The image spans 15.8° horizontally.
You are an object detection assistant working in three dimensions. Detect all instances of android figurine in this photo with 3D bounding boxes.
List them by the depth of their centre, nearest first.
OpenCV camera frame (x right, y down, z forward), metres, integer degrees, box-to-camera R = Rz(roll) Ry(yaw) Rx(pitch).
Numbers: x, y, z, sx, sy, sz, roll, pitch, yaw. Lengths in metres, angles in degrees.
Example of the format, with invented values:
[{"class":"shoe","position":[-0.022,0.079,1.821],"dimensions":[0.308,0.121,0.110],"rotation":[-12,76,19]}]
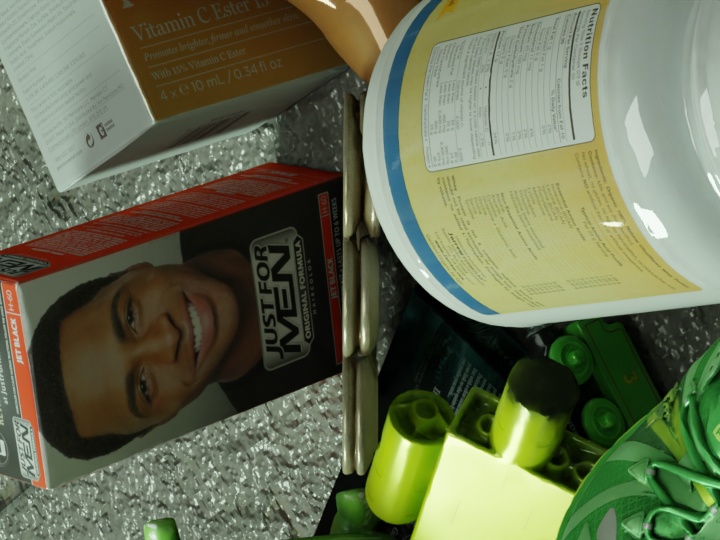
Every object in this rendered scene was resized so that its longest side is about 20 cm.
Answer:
[{"class":"android figurine","position":[0.086,0.122,1.125],"dimensions":[0.181,0.041,0.200],"rotation":[24,140,10]}]

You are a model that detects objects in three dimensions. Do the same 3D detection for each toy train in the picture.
[{"class":"toy train","position":[0.072,-0.008,1.128],"dimensions":[0.042,0.056,0.201],"rotation":[-31,84,52]}]

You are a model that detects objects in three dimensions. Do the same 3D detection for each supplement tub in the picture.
[{"class":"supplement tub","position":[0.112,-0.057,0.992],"dimensions":[0.200,0.144,0.145],"rotation":[-9,99,50]}]

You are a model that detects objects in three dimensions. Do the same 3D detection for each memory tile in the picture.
[{"class":"memory tile","position":[0.000,0.000,1.140],"dimensions":[0.200,0.017,0.154],"rotation":[-89,-1,-82]}]

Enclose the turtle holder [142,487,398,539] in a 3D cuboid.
[{"class":"turtle holder","position":[-0.045,0.183,1.219],"dimensions":[0.185,0.140,0.132],"rotation":[148,114,-62]}]

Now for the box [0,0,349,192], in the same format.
[{"class":"box","position":[-0.112,-0.157,1.227],"dimensions":[0.097,0.124,0.201],"rotation":[-29,84,51]}]

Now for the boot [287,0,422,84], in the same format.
[{"class":"boot","position":[-0.064,-0.147,1.150],"dimensions":[0.200,0.154,0.074],"rotation":[58,139,14]}]

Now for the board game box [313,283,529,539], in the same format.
[{"class":"board game box","position":[0.047,0.119,1.235],"dimensions":[0.135,0.028,0.200],"rotation":[45,135,27]}]

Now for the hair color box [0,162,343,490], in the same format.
[{"class":"hair color box","position":[-0.091,0.022,1.219],"dimensions":[0.061,0.200,0.102],"rotation":[11,115,47]}]

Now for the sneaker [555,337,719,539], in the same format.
[{"class":"sneaker","position":[0.137,0.071,0.993],"dimensions":[0.074,0.084,0.200],"rotation":[35,91,8]}]
